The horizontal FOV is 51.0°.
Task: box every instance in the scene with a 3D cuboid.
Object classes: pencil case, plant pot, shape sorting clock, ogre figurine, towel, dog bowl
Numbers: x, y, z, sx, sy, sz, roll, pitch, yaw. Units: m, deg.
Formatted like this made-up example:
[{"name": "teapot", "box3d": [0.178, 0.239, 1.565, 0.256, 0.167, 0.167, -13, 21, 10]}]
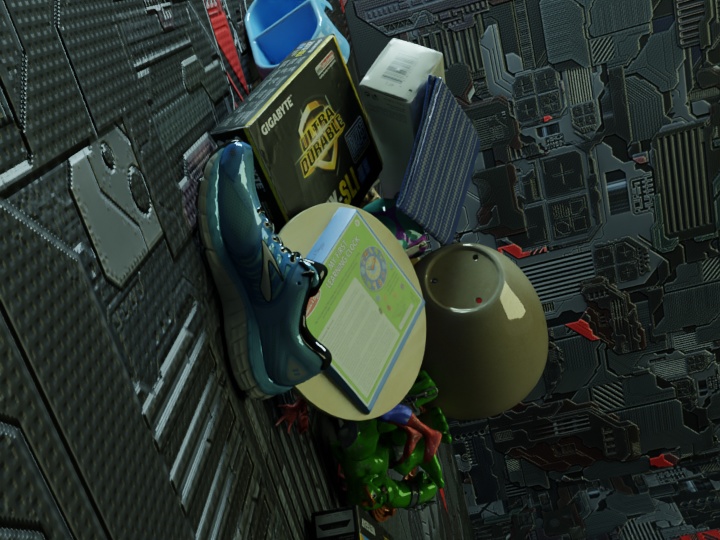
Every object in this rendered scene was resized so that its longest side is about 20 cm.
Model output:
[{"name": "pencil case", "box3d": [0.000, 0.000, 0.828, 0.200, 0.091, 0.087, -49, 143, -42]}, {"name": "plant pot", "box3d": [0.119, 0.048, 0.864, 0.136, 0.195, 0.204, 75, 6, -55]}, {"name": "shape sorting clock", "box3d": [-0.011, 0.037, 0.706, 0.197, 0.039, 0.205, 13, 72, -43]}, {"name": "ogre figurine", "box3d": [0.034, 0.211, 0.854, 0.202, 0.117, 0.099, 96, -27, -56]}, {"name": "towel", "box3d": [0.090, -0.115, 0.855, 0.199, 0.023, 0.148, 26, 79, -67]}, {"name": "dog bowl", "box3d": [-0.081, -0.277, 0.889, 0.050, 0.110, 0.202, 48, 17, -44]}]

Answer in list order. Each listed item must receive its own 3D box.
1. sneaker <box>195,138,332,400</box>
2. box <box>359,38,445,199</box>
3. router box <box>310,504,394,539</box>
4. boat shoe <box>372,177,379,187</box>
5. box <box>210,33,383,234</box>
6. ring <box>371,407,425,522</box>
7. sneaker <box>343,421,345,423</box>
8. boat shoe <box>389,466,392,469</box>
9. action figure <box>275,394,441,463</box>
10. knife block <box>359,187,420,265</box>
[{"name": "sneaker", "box3d": [-0.070, -0.005, 0.601, 0.078, 0.088, 0.205, -51, 128, -80]}, {"name": "box", "box3d": [0.058, -0.160, 0.877, 0.083, 0.067, 0.202, -55, 155, -24]}, {"name": "router box", "box3d": [0.005, 0.328, 0.742, 0.201, 0.050, 0.152, 65, 16, -61]}, {"name": "boat shoe", "box3d": [-0.016, -0.116, 0.968, 0.066, 0.200, 0.057, 26, -23, 50]}, {"name": "box", "box3d": [-0.053, -0.119, 0.762, 0.201, 0.048, 0.162, -59, 137, -45]}, {"name": "ring", "box3d": [0.066, 0.260, 1.073, 0.201, 0.019, 0.204, -47, 145, -47]}, {"name": "sneaker", "box3d": [-0.017, 0.135, 0.886, 0.078, 0.076, 0.203, -71, 146, -52]}, {"name": "boat shoe", "box3d": [0.026, 0.231, 1.077, 0.091, 0.070, 0.204, -45, 146, -44]}, {"name": "action figure", "box3d": [-0.021, 0.141, 0.727, 0.199, 0.100, 0.065, 41, -24, -18]}, {"name": "knife block", "box3d": [0.015, -0.083, 1.072, 0.064, 0.195, 0.179, -122, -139, -57]}]
